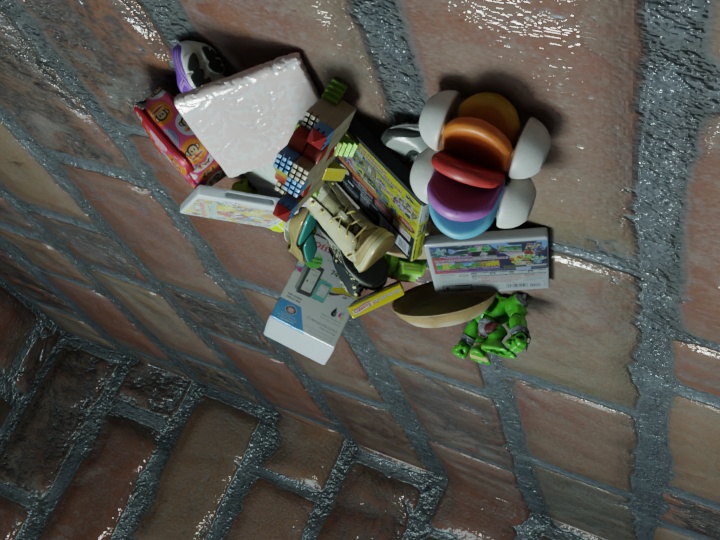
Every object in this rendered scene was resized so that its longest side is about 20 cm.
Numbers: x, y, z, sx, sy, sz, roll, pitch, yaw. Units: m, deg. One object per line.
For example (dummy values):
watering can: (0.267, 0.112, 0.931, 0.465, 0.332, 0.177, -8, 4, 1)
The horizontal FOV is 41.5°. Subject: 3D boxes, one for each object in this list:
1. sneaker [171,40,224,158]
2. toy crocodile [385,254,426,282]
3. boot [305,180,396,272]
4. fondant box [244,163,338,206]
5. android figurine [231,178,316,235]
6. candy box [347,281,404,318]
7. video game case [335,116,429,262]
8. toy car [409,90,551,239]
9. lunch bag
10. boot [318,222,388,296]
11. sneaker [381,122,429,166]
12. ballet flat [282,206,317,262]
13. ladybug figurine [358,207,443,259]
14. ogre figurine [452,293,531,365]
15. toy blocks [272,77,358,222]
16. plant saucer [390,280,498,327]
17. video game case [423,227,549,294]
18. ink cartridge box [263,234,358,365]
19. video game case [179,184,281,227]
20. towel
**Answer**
sneaker: (-0.241, -0.271, 1.502, 0.083, 0.080, 0.202, 24, 138, 46)
toy crocodile: (0.072, -0.006, 1.743, 0.067, 0.062, 0.200, 7, -174, -15)
boot: (-0.020, -0.078, 1.534, 0.156, 0.073, 0.200, 51, 174, 0)
fondant box: (-0.146, -0.189, 1.631, 0.143, 0.059, 0.200, 11, 156, 35)
android figurine: (-0.170, -0.122, 1.847, 0.182, 0.041, 0.199, 39, 154, -31)
candy box: (0.031, 0.050, 1.732, 0.027, 0.102, 0.200, 63, -177, 0)
video game case: (0.032, -0.129, 1.479, 0.200, 0.025, 0.181, 48, 160, 19)
toy car: (0.147, -0.128, 1.260, 0.174, 0.150, 0.201, 20, 133, 13)
lunch bag: (-0.313, -0.231, 1.637, 0.176, 0.082, 0.200, 48, 173, 10)
boot: (0.001, -0.001, 1.770, 0.204, 0.073, 0.154, 50, 165, 40)
sneaker: (0.118, -0.150, 1.390, 0.199, 0.080, 0.074, 29, 161, -4)
ballet flat: (-0.118, -0.073, 1.770, 0.063, 0.069, 0.200, 30, 157, 11)
ladybug figurine: (0.073, -0.077, 1.620, 0.199, 0.072, 0.136, 9, 153, 39)
ogre figurine: (0.253, 0.105, 1.778, 0.097, 0.121, 0.200, 22, 161, -4)
toy blocks: (-0.079, -0.163, 1.383, 0.099, 0.137, 0.201, 32, 130, 5)
plant saucer: (0.154, 0.060, 1.701, 0.199, 0.199, 0.036, 3, 112, 45)
video game case: (0.213, -0.014, 1.581, 0.198, 0.023, 0.183, -3, 152, 10)
ink cartridge box: (-0.087, 0.059, 1.951, 0.146, 0.201, 0.146, 26, 158, -1)
video game case: (-0.222, -0.113, 1.718, 0.180, 0.023, 0.200, 9, 172, -19)
towel: (-0.152, -0.233, 1.438, 0.198, 0.032, 0.191, -18, 146, 10)
